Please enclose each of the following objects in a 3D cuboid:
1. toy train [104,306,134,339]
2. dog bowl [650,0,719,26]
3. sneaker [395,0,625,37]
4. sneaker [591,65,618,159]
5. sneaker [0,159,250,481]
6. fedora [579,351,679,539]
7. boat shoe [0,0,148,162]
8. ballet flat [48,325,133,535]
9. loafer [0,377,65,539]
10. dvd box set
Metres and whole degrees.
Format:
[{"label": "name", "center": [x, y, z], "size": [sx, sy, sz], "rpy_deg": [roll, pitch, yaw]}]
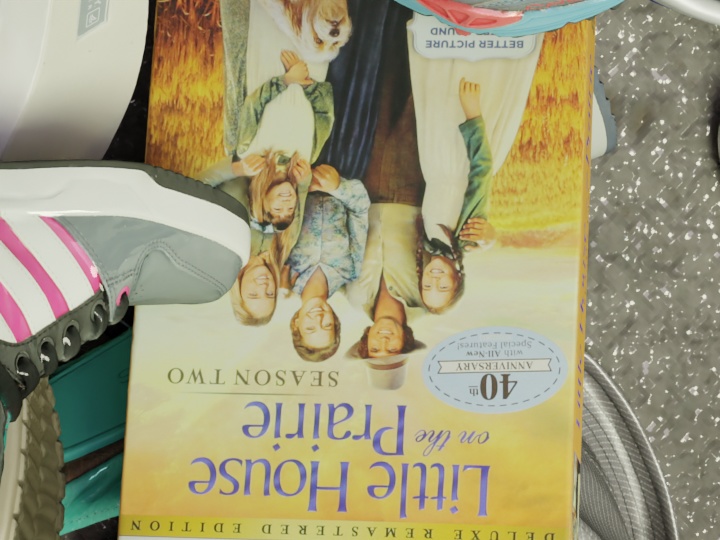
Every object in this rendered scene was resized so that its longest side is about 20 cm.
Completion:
[{"label": "toy train", "center": [-0.123, -0.027, 0.988], "size": [0.200, 0.034, 0.046], "rpy_deg": [37, 102, -21]}, {"label": "dog bowl", "center": [0.137, -0.185, 1.005], "size": [0.199, 0.079, 0.202], "rpy_deg": [-4, 103, -15]}, {"label": "sneaker", "center": [0.005, -0.127, 0.893], "size": [0.199, 0.096, 0.080], "rpy_deg": [12, 81, 5]}, {"label": "sneaker", "center": [0.010, -0.101, 0.990], "size": [0.082, 0.070, 0.201], "rpy_deg": [-35, 108, -10]}, {"label": "sneaker", "center": [-0.110, 0.030, 0.844], "size": [0.199, 0.083, 0.122], "rpy_deg": [3, 76, -39]}, {"label": "fedora", "center": [0.043, 0.121, 1.038], "size": [0.176, 0.090, 0.201], "rpy_deg": [-12, 105, -14]}, {"label": "boat shoe", "center": [-0.112, -0.085, 0.901], "size": [0.072, 0.068, 0.201], "rpy_deg": [-39, 155, -35]}, {"label": "ballet flat", "center": [-0.112, 0.072, 0.990], "size": [0.199, 0.068, 0.071], "rpy_deg": [-21, 139, 6]}, {"label": "loafer", "center": [-0.136, 0.111, 0.903], "size": [0.068, 0.076, 0.201], "rpy_deg": [5, 73, 7]}, {"label": "dvd box set", "center": [0.000, 0.000, 0.932], "size": [0.145, 0.029, 0.201], "rpy_deg": [2, 76, 10]}]
